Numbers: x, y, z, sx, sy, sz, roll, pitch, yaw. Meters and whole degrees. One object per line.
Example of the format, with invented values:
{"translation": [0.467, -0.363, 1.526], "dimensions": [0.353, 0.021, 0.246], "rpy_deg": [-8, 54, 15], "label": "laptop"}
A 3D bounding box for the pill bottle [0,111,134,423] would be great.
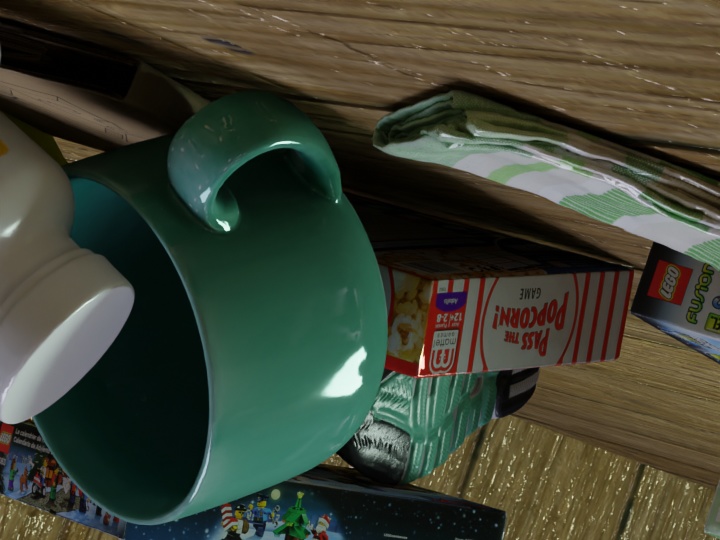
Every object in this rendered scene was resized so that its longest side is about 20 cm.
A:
{"translation": [-0.184, -0.032, 1.158], "dimensions": [0.200, 0.104, 0.104], "rpy_deg": [42, -178, 14], "label": "pill bottle"}

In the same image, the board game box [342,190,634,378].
{"translation": [0.000, 0.000, 1.354], "dimensions": [0.200, 0.046, 0.151], "rpy_deg": [17, -168, 39], "label": "board game box"}

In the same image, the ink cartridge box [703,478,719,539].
{"translation": [0.225, 0.150, 1.492], "dimensions": [0.048, 0.200, 0.145], "rpy_deg": [16, 175, 39], "label": "ink cartridge box"}

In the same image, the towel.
{"translation": [0.108, -0.017, 1.031], "dimensions": [0.200, 0.023, 0.153], "rpy_deg": [19, 177, -8], "label": "towel"}

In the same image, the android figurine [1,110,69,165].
{"translation": [-0.166, -0.029, 1.391], "dimensions": [0.200, 0.041, 0.182], "rpy_deg": [24, -148, -59], "label": "android figurine"}

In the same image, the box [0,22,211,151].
{"translation": [-0.120, -0.076, 1.313], "dimensions": [0.163, 0.021, 0.200], "rpy_deg": [16, 174, 26], "label": "box"}

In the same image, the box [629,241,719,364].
{"translation": [0.199, 0.036, 1.238], "dimensions": [0.110, 0.035, 0.200], "rpy_deg": [17, 176, 28], "label": "box"}

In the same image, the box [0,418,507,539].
{"translation": [-0.053, 0.106, 1.365], "dimensions": [0.200, 0.038, 0.137], "rpy_deg": [11, 180, -33], "label": "box"}

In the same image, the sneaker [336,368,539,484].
{"translation": [0.013, 0.050, 1.425], "dimensions": [0.087, 0.075, 0.200], "rpy_deg": [18, -165, 24], "label": "sneaker"}

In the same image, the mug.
{"translation": [-0.052, 0.014, 1.207], "dimensions": [0.114, 0.152, 0.185], "rpy_deg": [-17, 179, -36], "label": "mug"}
